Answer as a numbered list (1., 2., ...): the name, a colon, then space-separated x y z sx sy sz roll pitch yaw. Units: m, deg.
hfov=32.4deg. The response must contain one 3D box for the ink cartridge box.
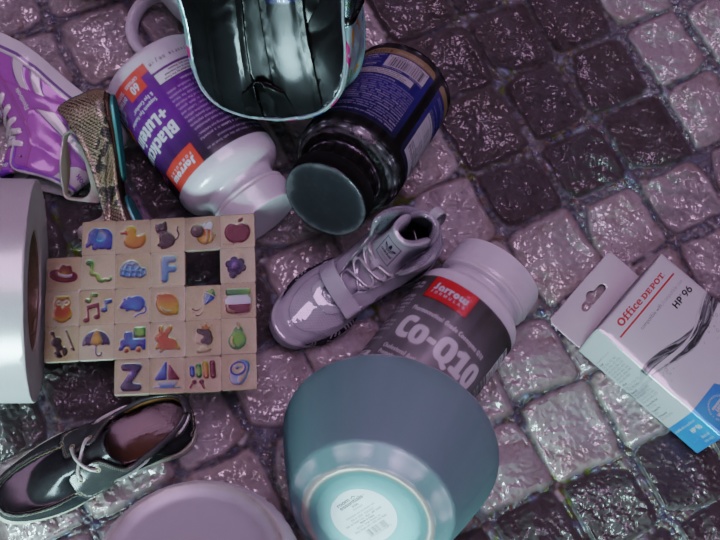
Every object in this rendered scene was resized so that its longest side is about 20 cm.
1. ink cartridge box: 0.305 0.070 1.249 0.200 0.068 0.116 41 68 9

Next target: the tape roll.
1. tape roll: -0.357 0.018 1.100 0.138 0.203 0.204 0 69 -9

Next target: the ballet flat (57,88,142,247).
1. ballet flat: -0.250 -0.074 1.208 0.075 0.068 0.201 -16 96 -2

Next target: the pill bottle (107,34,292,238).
1. pill bottle: -0.154 -0.126 1.234 0.111 0.112 0.200 -34 77 -19

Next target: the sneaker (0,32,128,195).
1. sneaker: -0.344 -0.155 1.240 0.200 0.073 0.114 37 71 7

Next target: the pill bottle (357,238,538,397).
1. pill bottle: 0.078 0.071 1.190 0.114 0.114 0.200 37 68 7

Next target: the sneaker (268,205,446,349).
1. sneaker: 0.000 0.000 1.203 0.199 0.115 0.075 -32 81 -19

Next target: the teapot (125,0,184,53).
1. teapot: -0.154 -0.337 1.299 0.146 0.198 0.200 26 42 36

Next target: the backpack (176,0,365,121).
1. backpack: -0.079 -0.247 1.163 0.176 0.201 0.151 2 26 16

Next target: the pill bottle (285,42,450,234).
1. pill bottle: 0.006 -0.130 1.231 0.111 0.112 0.200 29 48 4

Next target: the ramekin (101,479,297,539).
1. ramekin: -0.135 0.272 1.046 0.199 0.105 0.201 -2 46 2

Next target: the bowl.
1. bowl: 0.017 0.185 1.078 0.200 0.202 0.105 21 31 0

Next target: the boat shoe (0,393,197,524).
1. boat shoe: -0.245 0.167 1.131 0.199 0.068 0.072 -23 75 -15

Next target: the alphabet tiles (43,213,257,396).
1. alphabet tiles: -0.195 0.033 1.153 0.199 0.008 0.168 -3 76 3
